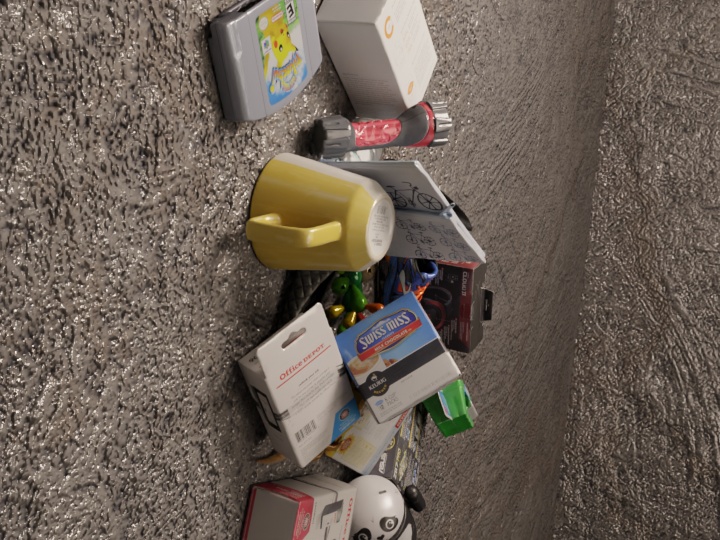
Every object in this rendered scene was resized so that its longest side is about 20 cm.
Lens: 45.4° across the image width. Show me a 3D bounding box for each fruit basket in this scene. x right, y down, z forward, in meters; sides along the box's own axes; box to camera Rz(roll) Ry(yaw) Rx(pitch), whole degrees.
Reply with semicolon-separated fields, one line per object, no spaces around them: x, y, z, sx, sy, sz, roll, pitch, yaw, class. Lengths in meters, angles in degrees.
0.157;0.204;1.639;0.186;0.092;0.203;58;19;-61;fruit basket

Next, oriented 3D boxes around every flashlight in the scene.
0.030;-0.195;1.188;0.197;0.068;0.069;-10;109;-27;flashlight

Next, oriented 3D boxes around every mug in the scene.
-0.047;-0.053;1.091;0.188;0.151;0.151;-59;149;-37;mug

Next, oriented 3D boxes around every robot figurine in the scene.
0.029;0.433;1.466;0.152;0.123;0.201;-64;151;-30;robot figurine

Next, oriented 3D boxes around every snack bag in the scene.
0.053;-0.079;1.146;0.200;0.186;0.022;50;61;-38;snack bag

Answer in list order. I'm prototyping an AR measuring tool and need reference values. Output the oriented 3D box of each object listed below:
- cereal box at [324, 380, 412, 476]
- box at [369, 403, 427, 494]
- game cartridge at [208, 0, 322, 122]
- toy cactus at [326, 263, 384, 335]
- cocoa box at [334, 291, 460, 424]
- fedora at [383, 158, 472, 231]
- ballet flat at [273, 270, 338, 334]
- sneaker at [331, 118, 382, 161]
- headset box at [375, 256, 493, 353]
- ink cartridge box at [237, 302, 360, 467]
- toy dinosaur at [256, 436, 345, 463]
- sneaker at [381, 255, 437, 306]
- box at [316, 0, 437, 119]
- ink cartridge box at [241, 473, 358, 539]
0.007;0.251;1.406;0.145;0.039;0.200;-54;151;-8;cereal box
0.075;0.312;1.576;0.162;0.048;0.203;64;33;-55;box
-0.106;-0.264;1.027;0.201;0.040;0.135;-53;147;-45;game cartridge
0.000;0.000;1.303;0.165;0.100;0.204;-38;124;-69;toy cactus
0.051;0.128;1.223;0.133;0.132;0.200;60;-1;10;cocoa box
0.091;-0.096;1.411;0.092;0.200;0.200;-51;159;13;fedora
-0.078;0.071;1.178;0.066;0.056;0.204;15;90;-65;ballet flat
-0.001;-0.122;1.282;0.080;0.070;0.202;-46;137;-30;sneaker
0.127;0.044;1.446;0.075;0.197;0.152;-33;127;-57;headset box
-0.083;0.141;1.129;0.115;0.067;0.203;-36;127;-28;ink cartridge box
-0.084;0.236;1.255;0.107;0.060;0.201;51;49;-22;toy dinosaur
0.080;0.012;1.329;0.075;0.077;0.203;-46;142;-44;sneaker
0.027;-0.325;1.218;0.126;0.096;0.201;-68;153;-23;box
-0.088;0.383;1.243;0.199;0.083;0.149;18;82;-67;ink cartridge box
